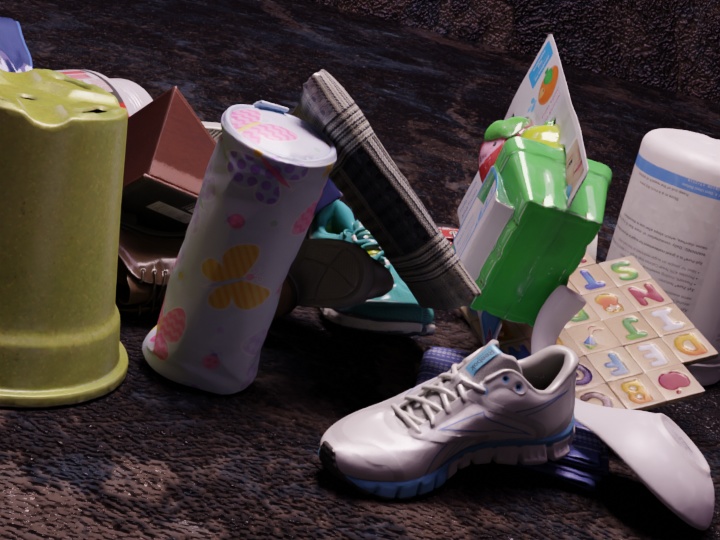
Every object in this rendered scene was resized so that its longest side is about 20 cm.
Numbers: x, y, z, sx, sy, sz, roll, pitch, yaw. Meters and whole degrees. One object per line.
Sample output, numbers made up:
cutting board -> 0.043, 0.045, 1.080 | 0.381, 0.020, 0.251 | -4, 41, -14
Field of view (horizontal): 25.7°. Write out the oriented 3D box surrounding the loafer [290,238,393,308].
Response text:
loafer -> -0.068, 0.000, 1.268 | 0.200, 0.072, 0.063 | 9, -3, 30

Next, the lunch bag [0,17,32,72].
lunch bag -> -0.329, -0.111, 1.186 | 0.132, 0.200, 0.136 | 5, 24, -21

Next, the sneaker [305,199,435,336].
sneaker -> 0.000, 0.000, 1.315 | 0.077, 0.080, 0.200 | 5, 20, -30

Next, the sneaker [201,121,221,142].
sneaker -> -0.179, -0.129, 1.593 | 0.200, 0.075, 0.085 | 10, 21, -13

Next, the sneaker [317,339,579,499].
sneaker -> 0.061, 0.087, 1.033 | 0.200, 0.087, 0.075 | -11, 38, -32

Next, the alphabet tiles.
alphabet tiles -> 0.174, 0.044, 1.231 | 0.166, 0.006, 0.200 | -12, 40, -19

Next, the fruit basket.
fruit basket -> 0.115, -0.061, 1.210 | 0.094, 0.185, 0.200 | 13, 36, -20

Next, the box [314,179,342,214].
box -> -0.076, -0.061, 1.405 | 0.032, 0.121, 0.200 | 55, 8, -15

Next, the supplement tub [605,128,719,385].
supplement tub -> 0.286, -0.014, 1.395 | 0.132, 0.200, 0.132 | 14, 16, -4

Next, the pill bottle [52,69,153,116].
pill bottle -> -0.273, -0.122, 1.418 | 0.116, 0.116, 0.200 | 22, 18, 22

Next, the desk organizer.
desk organizer -> -0.164, -0.076, 1.249 | 0.072, 0.077, 0.200 | 22, -18, -24

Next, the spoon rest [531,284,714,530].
spoon rest -> 0.179, 0.103, 1.106 | 0.099, 0.061, 0.200 | 28, 25, -52

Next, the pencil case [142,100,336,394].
pencil case -> -0.084, -0.013, 1.082 | 0.083, 0.200, 0.091 | 17, 26, -10

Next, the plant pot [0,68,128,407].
plant pot -> -0.235, -0.035, 1.042 | 0.200, 0.184, 0.200 | 13, 16, -4

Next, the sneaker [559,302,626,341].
sneaker -> 0.133, 0.033, 1.311 | 0.099, 0.078, 0.200 | -1, 14, -33

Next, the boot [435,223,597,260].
boot -> 0.125, -0.015, 1.429 | 0.144, 0.072, 0.200 | 10, -8, -11

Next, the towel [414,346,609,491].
towel -> 0.110, 0.105, 1.176 | 0.145, 0.024, 0.200 | 14, 14, 3

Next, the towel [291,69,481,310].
towel -> 0.017, -0.055, 1.147 | 0.193, 0.035, 0.200 | 54, -6, -3

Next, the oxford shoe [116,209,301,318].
oxford shoe -> -0.146, 0.010, 1.200 | 0.200, 0.073, 0.084 | 11, 30, 1
